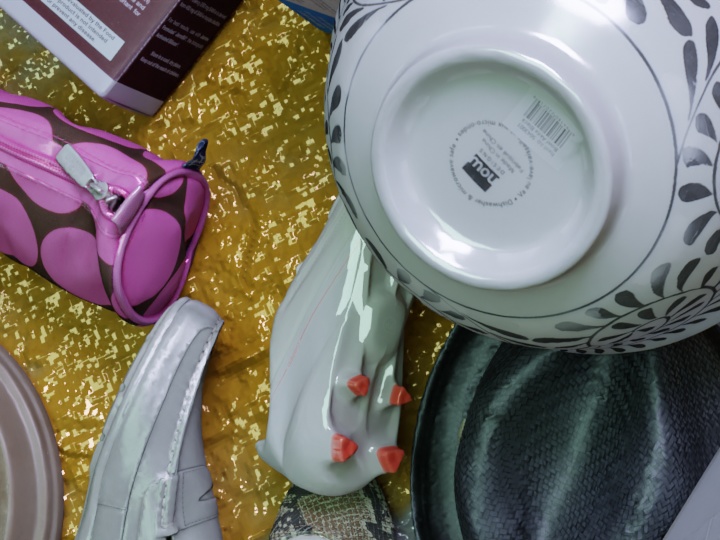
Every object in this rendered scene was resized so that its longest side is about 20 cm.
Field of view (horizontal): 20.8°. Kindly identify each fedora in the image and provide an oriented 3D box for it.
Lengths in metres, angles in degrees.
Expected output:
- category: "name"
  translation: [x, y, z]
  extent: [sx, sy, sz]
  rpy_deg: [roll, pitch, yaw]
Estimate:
- category: "fedora"
  translation: [0.098, 0.076, 0.814]
  extent: [0.200, 0.092, 0.201]
  rpy_deg: [-2, 84, 18]

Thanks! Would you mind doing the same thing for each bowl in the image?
- category: "bowl"
  translation: [0.062, -0.048, 0.705]
  extent: [0.200, 0.094, 0.201]
  rpy_deg: [9, 113, 22]

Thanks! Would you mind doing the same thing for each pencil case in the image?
- category: "pencil case"
  translation: [-0.168, -0.051, 0.918]
  extent: [0.200, 0.094, 0.091]
  rpy_deg: [22, 87, 20]

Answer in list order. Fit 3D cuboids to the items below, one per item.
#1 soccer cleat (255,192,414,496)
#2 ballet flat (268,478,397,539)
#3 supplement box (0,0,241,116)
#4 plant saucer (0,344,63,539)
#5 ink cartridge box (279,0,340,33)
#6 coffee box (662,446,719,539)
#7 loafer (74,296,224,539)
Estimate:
- category: "soccer cleat"
  translation: [0.000, 0.000, 0.872]
  extent: [0.078, 0.069, 0.200]
  rpy_deg: [7, 77, 50]
- category: "ballet flat"
  translation: [-0.022, 0.181, 0.853]
  extent: [0.068, 0.075, 0.200]
  rpy_deg: [4, 85, 20]
- category: "supplement box"
  translation: [-0.085, -0.185, 0.922]
  extent: [0.109, 0.061, 0.200]
  rpy_deg: [42, 99, 17]
- category: "plant saucer"
  translation: [-0.239, 0.114, 0.959]
  extent: [0.200, 0.029, 0.200]
  rpy_deg: [-2, 84, 19]
- category: "ink cartridge box"
  translation: [0.059, -0.134, 0.823]
  extent: [0.200, 0.146, 0.084]
  rpy_deg: [15, 87, 19]
- category: "coffee box"
  translation: [0.224, 0.126, 0.735]
  extent: [0.200, 0.080, 0.113]
  rpy_deg: [31, 94, -6]
- category: "loafer"
  translation: [-0.092, 0.113, 0.894]
  extent: [0.070, 0.070, 0.200]
  rpy_deg: [17, 88, 2]
